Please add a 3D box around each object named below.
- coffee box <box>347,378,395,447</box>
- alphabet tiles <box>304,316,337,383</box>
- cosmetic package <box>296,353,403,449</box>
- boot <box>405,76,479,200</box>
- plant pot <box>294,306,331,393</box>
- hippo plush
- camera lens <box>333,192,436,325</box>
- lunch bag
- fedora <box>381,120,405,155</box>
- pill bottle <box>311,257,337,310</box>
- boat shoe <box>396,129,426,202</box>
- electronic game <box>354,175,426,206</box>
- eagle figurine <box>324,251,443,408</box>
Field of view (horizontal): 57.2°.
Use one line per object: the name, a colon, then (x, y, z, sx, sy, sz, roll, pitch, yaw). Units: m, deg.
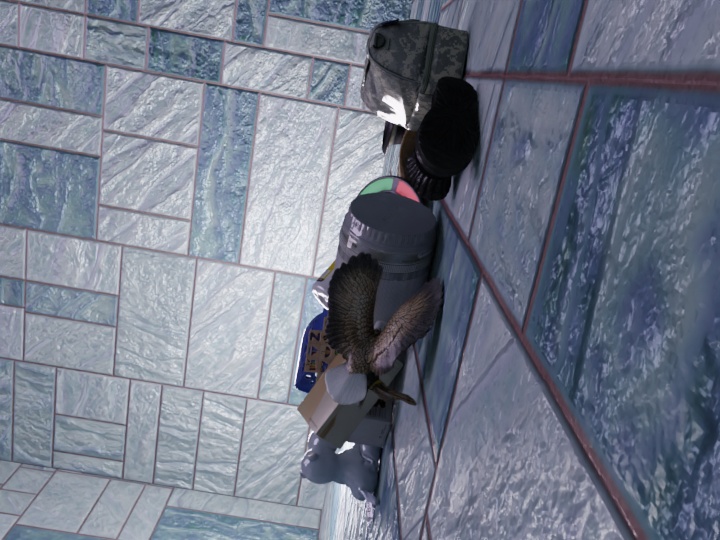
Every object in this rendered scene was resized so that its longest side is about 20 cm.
coffee box: (0.025, 0.241, 1.357, 0.114, 0.079, 0.201, 102, 176, -50)
alphabet tiles: (-0.032, 0.195, 1.540, 0.006, 0.198, 0.168, 43, -128, -70)
cosmetic package: (-0.021, 0.220, 1.247, 0.201, 0.071, 0.105, -53, 33, -3)
boot: (0.106, -0.154, 0.925, 0.158, 0.079, 0.212, 111, 180, -45)
plant pot: (-0.042, 0.204, 1.681, 0.201, 0.198, 0.180, -82, 15, -44)
hippo plush: (-0.045, 0.415, 1.376, 0.201, 0.159, 0.160, -83, 3, -45)
camera lens: (0.036, -0.008, 1.104, 0.160, 0.158, 0.201, -84, 5, -58)
lunch bag: (0.085, -0.342, 1.157, 0.200, 0.166, 0.141, 113, 166, -79)
fedora: (0.109, -0.364, 1.589, 0.201, 0.091, 0.203, -170, 90, -88)
pill bottle: (0.000, 0.000, 1.388, 0.200, 0.111, 0.111, -49, -8, -17)
boat shoe: (0.102, -0.193, 1.305, 0.069, 0.073, 0.202, 166, 112, -81)
electronic game: (0.047, -0.080, 1.258, 0.199, 0.041, 0.202, -5, 82, 42)
eagle figurine: (0.022, 0.092, 0.979, 0.151, 0.150, 0.202, -120, 37, -56)
